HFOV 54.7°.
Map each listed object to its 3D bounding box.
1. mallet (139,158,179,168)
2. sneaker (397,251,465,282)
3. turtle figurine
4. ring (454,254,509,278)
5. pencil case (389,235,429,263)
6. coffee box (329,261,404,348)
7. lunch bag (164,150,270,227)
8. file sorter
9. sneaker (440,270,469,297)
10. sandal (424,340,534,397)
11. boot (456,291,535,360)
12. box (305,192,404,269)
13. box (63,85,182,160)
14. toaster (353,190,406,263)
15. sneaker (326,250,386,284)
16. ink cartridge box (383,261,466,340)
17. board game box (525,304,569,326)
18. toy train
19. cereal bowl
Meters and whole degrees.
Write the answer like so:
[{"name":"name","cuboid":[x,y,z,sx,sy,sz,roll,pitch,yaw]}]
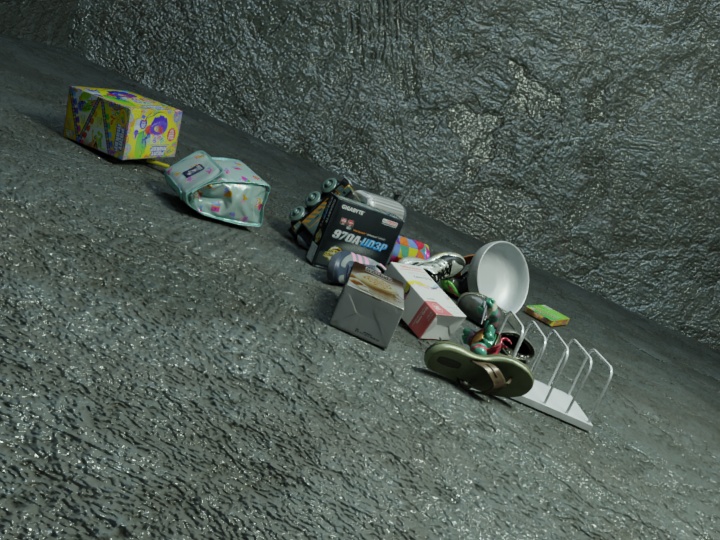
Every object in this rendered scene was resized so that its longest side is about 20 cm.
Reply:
[{"name":"mallet","cuboid":[-0.529,-0.279,1.761,0.195,0.042,0.066,20,13,-1]},{"name":"sneaker","cuboid":[0.188,0.009,1.786,0.194,0.077,0.088,-9,34,-17]},{"name":"turtle figurine","cuboid":[0.215,0.125,1.286,0.101,0.149,0.200,50,17,3]},{"name":"ring","cuboid":[0.350,0.014,1.990,0.194,0.020,0.202,9,-30,5]},{"name":"pencil case","cuboid":[0.104,-0.051,1.917,0.197,0.090,0.088,17,13,-37]},{"name":"coffee box","cuboid":[0.016,0.058,1.280,0.112,0.081,0.200,24,12,-3]},{"name":"lunch bag","cuboid":[-0.326,-0.185,1.555,0.196,0.125,0.170,4,24,-37]},{"name":"file sorter","cuboid":[0.348,0.182,1.300,0.196,0.127,0.139,23,12,-5]},{"name":"sneaker","cuboid":[0.286,0.031,1.910,0.076,0.086,0.198,31,14,35]},{"name":"sandal","cuboid":[0.199,0.179,1.174,0.196,0.081,0.058,15,30,-10]},{"name":"boot","cuboid":[0.309,0.129,1.614,0.178,0.074,0.200,22,19,0]},{"name":"box","cuboid":[-0.012,-0.071,1.583,0.197,0.162,0.046,15,15,-37]},{"name":"box","cuboid":[-0.579,-0.361,1.708,0.189,0.125,0.199,22,18,17]},{"name":"toaster","cuboid":[0.027,-0.114,1.736,0.127,0.205,0.113,13,13,-39]},{"name":"sneaker","cuboid":[0.000,0.000,1.497,0.080,0.072,0.199,16,9,26]},{"name":"ink cartridge box","cuboid":[0.112,0.049,1.436,0.115,0.068,0.201,9,33,-50]},{"name":"board game box","cuboid":[0.580,0.139,2.162,0.094,0.031,0.198,30,11,28]},{"name":"toy train","cuboid":[-0.087,-0.139,1.676,0.114,0.199,0.086,44,-6,48]},{"name":"cereal bowl","cuboid":[0.356,0.024,1.858,0.196,0.206,0.082,16,-11,-33]}]
